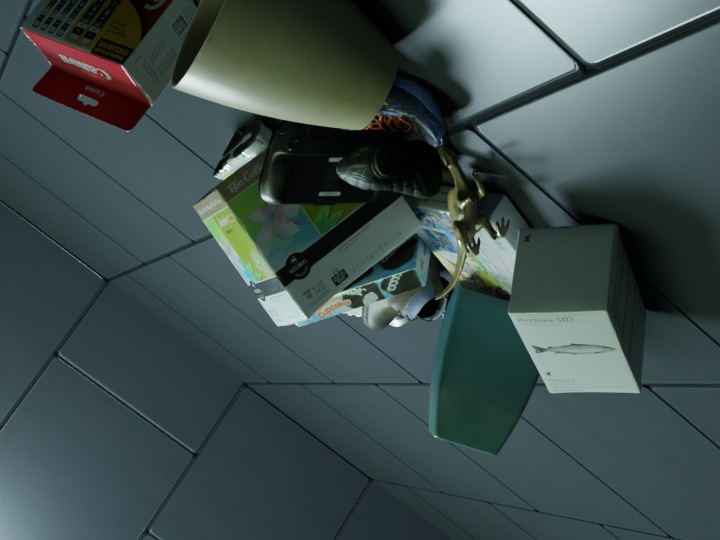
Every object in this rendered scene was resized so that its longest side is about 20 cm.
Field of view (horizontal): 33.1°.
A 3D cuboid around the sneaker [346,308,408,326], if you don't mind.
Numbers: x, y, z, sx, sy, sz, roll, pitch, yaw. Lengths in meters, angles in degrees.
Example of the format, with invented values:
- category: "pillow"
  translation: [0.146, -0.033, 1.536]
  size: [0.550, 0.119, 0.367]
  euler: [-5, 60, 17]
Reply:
- category: "sneaker"
  translation: [0.013, 0.028, 1.974]
  size: [0.199, 0.076, 0.081]
  euler: [8, 139, 46]

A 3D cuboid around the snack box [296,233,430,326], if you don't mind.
- category: "snack box"
  translation: [0.000, 0.000, 1.651]
  size: [0.199, 0.117, 0.037]
  euler: [-19, 124, 23]

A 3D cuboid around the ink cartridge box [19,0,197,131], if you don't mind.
- category: "ink cartridge box"
  translation: [-0.322, -0.289, 1.529]
  size: [0.199, 0.176, 0.084]
  euler: [22, 160, 32]

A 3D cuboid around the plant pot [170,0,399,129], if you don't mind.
- category: "plant pot"
  translation: [-0.067, -0.229, 1.255]
  size: [0.199, 0.189, 0.187]
  euler: [25, 166, -18]

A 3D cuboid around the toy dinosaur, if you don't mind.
- category: "toy dinosaur"
  translation: [0.127, -0.053, 1.434]
  size: [0.101, 0.058, 0.202]
  euler: [-146, 49, -60]

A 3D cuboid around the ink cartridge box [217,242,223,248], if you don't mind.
- category: "ink cartridge box"
  translation: [-0.097, -0.082, 1.630]
  size: [0.109, 0.201, 0.050]
  euler: [36, 165, -8]

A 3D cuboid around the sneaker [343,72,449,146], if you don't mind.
- category: "sneaker"
  translation: [0.011, -0.183, 1.362]
  size: [0.199, 0.079, 0.075]
  euler: [28, 163, 22]

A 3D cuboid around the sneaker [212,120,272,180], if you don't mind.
- category: "sneaker"
  translation: [-0.151, -0.154, 1.755]
  size: [0.090, 0.079, 0.200]
  euler: [29, 169, -18]

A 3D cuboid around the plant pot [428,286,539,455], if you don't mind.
- category: "plant pot"
  translation: [0.167, 0.140, 1.648]
  size: [0.140, 0.202, 0.141]
  euler: [16, 177, 0]

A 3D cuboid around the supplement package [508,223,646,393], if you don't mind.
- category: "supplement package"
  translation: [0.257, 0.049, 1.414]
  size: [0.116, 0.118, 0.200]
  euler: [-2, 147, 25]

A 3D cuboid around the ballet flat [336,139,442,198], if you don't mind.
- category: "ballet flat"
  translation: [0.042, -0.120, 1.406]
  size: [0.056, 0.067, 0.199]
  euler: [-3, 176, 30]

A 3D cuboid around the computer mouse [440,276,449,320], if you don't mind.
- category: "computer mouse"
  translation: [0.161, 0.071, 1.812]
  size: [0.199, 0.044, 0.110]
  euler: [32, 150, -14]

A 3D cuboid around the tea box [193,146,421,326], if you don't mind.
- category: "tea box"
  translation: [-0.069, -0.069, 1.537]
  size: [0.197, 0.200, 0.133]
  euler: [54, 160, -7]

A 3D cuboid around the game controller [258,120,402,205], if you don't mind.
- category: "game controller"
  translation: [-0.032, -0.125, 1.418]
  size: [0.199, 0.105, 0.042]
  euler: [-4, -142, -43]

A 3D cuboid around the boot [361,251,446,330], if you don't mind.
- category: "boot"
  translation: [0.060, 0.049, 1.734]
  size: [0.074, 0.097, 0.201]
  euler: [-1, 142, -27]

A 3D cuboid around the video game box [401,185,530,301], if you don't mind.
- category: "video game box"
  translation: [0.159, -0.030, 1.559]
  size: [0.181, 0.047, 0.200]
  euler: [11, 151, 48]
